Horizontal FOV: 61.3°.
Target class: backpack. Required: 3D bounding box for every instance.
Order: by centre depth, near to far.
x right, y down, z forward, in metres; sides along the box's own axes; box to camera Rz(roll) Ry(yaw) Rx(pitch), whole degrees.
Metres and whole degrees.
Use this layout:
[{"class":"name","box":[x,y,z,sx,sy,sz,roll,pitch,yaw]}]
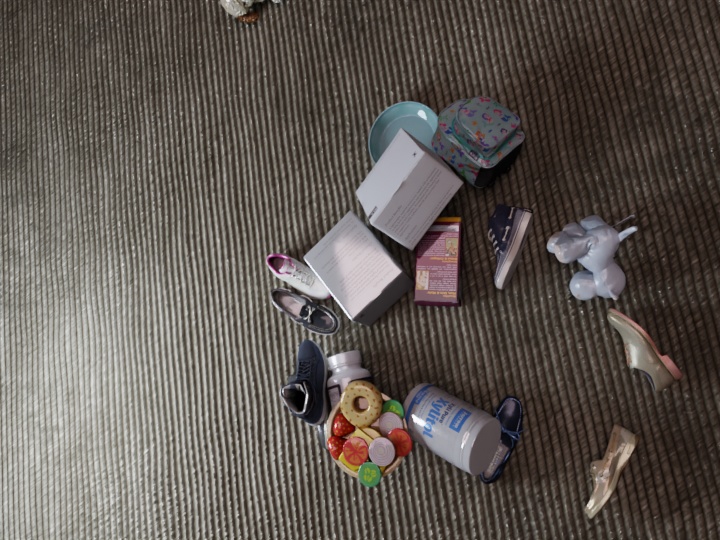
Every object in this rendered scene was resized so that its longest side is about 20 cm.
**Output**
[{"class":"backpack","box":[0.273,-0.321,1.452,0.199,0.152,0.177,39,61,23]}]

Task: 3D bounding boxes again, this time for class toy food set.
[{"class":"toy food set","box":[0.016,0.363,1.347,0.196,0.049,0.203,33,93,13]}]

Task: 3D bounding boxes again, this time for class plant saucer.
[{"class":"plant saucer","box":[0.118,-0.331,1.561,0.194,0.036,0.206,-3,81,15]}]

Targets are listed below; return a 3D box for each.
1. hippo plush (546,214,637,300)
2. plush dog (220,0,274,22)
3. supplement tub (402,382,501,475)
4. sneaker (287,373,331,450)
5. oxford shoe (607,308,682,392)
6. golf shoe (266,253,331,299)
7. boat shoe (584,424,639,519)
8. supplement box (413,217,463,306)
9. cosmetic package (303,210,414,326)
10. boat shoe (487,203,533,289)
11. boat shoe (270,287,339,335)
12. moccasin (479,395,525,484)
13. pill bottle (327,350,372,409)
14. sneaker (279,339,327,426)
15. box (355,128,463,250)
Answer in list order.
[{"class":"hippo plush","box":[0.532,-0.024,1.360,0.196,0.160,0.164,-16,107,27]},{"class":"plush dog","box":[-0.333,-0.806,1.716,0.159,0.200,0.174,22,74,50]},{"class":"supplement tub","box":[0.196,0.346,1.343,0.197,0.131,0.135,19,85,41]},{"class":"sneaker","box":[-0.118,0.345,1.497,0.104,0.075,0.205,-16,67,16]},{"class":"oxford shoe","box":[0.603,0.173,1.323,0.074,0.071,0.201,-41,73,8]},{"class":"golf shoe","box":[-0.160,0.014,1.551,0.196,0.091,0.077,25,86,16]},{"class":"boat shoe","box":[0.525,0.430,1.302,0.064,0.072,0.203,28,86,26]},{"class":"supplement box","box":[0.190,-0.019,1.461,0.107,0.086,0.206,1,80,15]},{"class":"cosmetic package","box":[0.000,0.000,1.469,0.167,0.166,0.201,-41,72,5]},{"class":"boat shoe","box":[0.336,-0.061,1.442,0.091,0.075,0.204,20,79,24]},{"class":"boat shoe","box":[-0.143,0.102,1.546,0.197,0.060,0.075,31,88,18]},{"class":"moccasin","box":[0.322,0.385,1.364,0.078,0.068,0.206,14,84,17]},{"class":"pill bottle","box":[-0.019,0.301,1.451,0.109,0.111,0.206,-16,77,12]},{"class":"sneaker","box":[-0.132,0.246,1.415,0.075,0.146,0.208,-14,65,14]},{"class":"box","box":[0.108,-0.194,1.422,0.129,0.201,0.200,30,108,-25]}]
